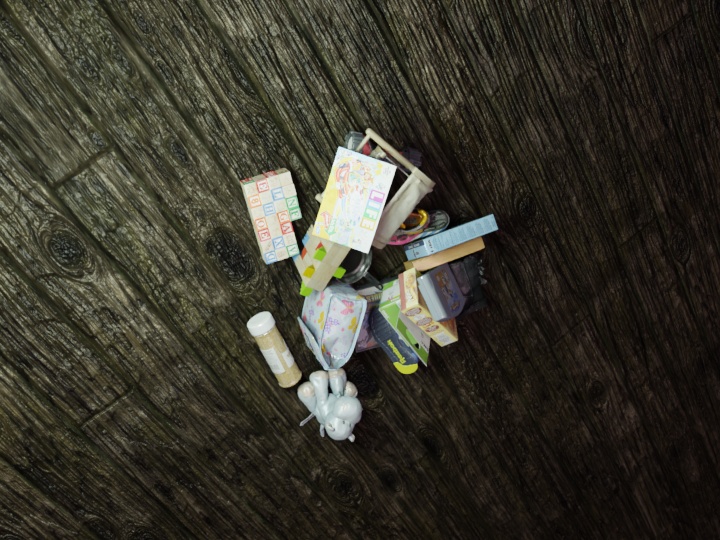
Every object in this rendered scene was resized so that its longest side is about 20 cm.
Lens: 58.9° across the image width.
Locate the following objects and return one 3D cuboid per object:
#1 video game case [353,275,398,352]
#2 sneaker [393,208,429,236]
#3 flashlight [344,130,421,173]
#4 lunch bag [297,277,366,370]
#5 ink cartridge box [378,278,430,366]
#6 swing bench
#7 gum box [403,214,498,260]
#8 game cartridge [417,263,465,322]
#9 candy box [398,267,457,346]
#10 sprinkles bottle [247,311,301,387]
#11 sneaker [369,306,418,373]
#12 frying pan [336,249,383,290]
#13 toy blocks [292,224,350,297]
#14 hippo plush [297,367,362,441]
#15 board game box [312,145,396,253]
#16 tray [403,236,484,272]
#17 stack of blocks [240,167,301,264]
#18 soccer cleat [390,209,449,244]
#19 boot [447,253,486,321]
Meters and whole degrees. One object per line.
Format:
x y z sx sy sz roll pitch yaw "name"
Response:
0.065 0.115 1.736 0.198 0.025 0.183 -14 112 -16 "video game case"
0.076 -0.120 1.581 0.198 0.082 0.079 -14 85 -2 "sneaker"
0.056 -0.295 1.582 0.198 0.068 0.068 5 131 -25 "flashlight"
-0.082 0.132 1.607 0.126 0.170 0.202 9 105 -24 "lunch bag"
0.113 0.137 1.633 0.075 0.201 0.148 -24 119 28 "ink cartridge box"
0.039 -0.183 1.471 0.199 0.130 0.199 39 101 -1 "swing bench"
0.230 -0.084 1.652 0.198 0.170 0.045 -20 92 -13 "gum box"
0.211 0.057 1.630 0.041 0.200 0.134 -30 88 26 "game cartridge"
0.173 0.095 1.629 0.055 0.116 0.200 -25 135 25 "candy box"
-0.219 0.204 1.636 0.068 0.068 0.202 -28 115 -10 "sprinkles bottle"
0.092 0.179 1.718 0.073 0.082 0.201 -25 102 27 "sneaker"
0.006 -0.016 1.627 0.189 0.031 0.116 10 110 -43 "frying pan"
-0.095 -0.053 1.547 0.099 0.137 0.201 20 116 -35 "toy blocks"
-0.082 0.369 1.688 0.159 0.161 0.201 33 94 -26 "hippo plush"
-0.014 -0.155 1.400 0.133 0.034 0.202 18 103 -2 "board game box"
0.220 -0.039 1.692 0.198 0.099 0.037 -19 93 -9 "tray"
-0.204 -0.131 1.537 0.114 0.059 0.202 -18 113 -14 "stack of blocks"
0.136 -0.107 1.669 0.197 0.086 0.071 -12 85 6 "soccer cleat"
0.259 0.050 1.762 0.197 0.073 0.164 -24 114 -14 "boot"
